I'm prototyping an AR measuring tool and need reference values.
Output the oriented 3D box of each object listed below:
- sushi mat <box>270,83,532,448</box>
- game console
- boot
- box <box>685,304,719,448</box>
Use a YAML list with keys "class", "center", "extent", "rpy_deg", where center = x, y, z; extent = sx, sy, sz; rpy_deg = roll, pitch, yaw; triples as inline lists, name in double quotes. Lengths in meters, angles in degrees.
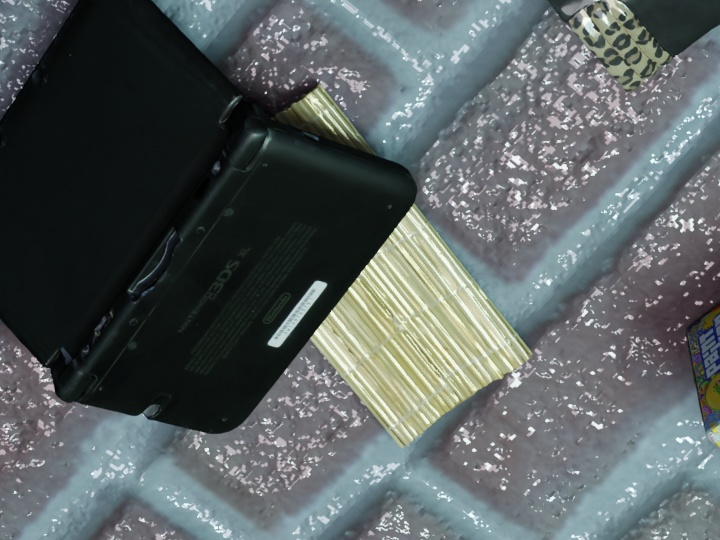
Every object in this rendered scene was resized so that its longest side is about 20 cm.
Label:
- class: "sushi mat"
  center: [0.000, 0.000, 1.271]
  extent: [0.095, 0.012, 0.200]
  rpy_deg: [-33, 109, 18]
- class: "game console"
  center: [-0.100, -0.031, 1.247]
  extent: [0.175, 0.117, 0.200]
  rpy_deg: [16, 125, -36]
- class: "boot"
  center: [0.143, -0.195, 1.147]
  extent: [0.150, 0.073, 0.200]
  rpy_deg: [-34, 114, 16]
- class: "box"
  center: [0.310, 0.067, 1.230]
  extent: [0.192, 0.122, 0.200]
  rpy_deg: [-39, 108, 18]
